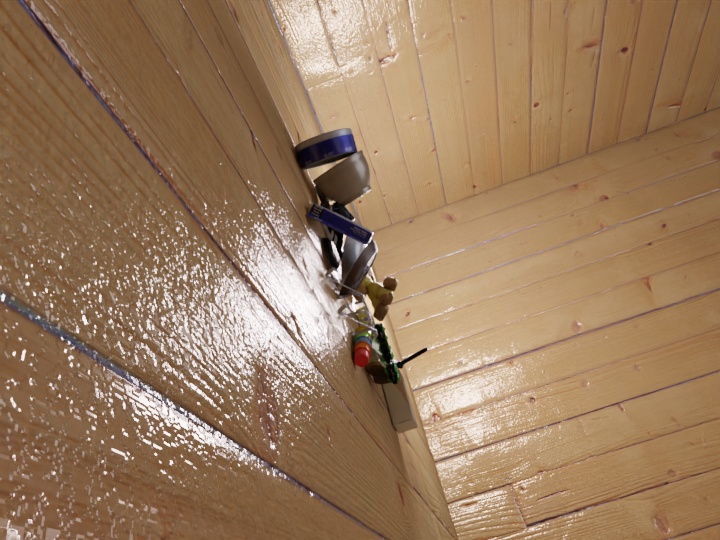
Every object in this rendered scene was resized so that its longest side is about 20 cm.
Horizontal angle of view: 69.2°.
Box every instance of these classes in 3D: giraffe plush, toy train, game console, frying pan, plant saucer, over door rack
[{"bbox_3d":[0.040,0.072,1.950,0.200,0.162,0.173,-71,-179,-57],"label":"giraffe plush"},{"bbox_3d":[0.080,0.250,1.591,0.056,0.042,0.201,-60,134,-77],"label":"toy train"},{"bbox_3d":[0.144,0.299,1.931,0.176,0.117,0.200,27,-6,12],"label":"game console"},{"bbox_3d":[-0.081,-0.033,1.696,0.190,0.031,0.115,61,12,-51],"label":"frying pan"},{"bbox_3d":[0.000,0.000,1.578,0.032,0.201,0.200,30,-1,7],"label":"plant saucer"},{"bbox_3d":[-0.034,0.101,1.456,0.200,0.066,0.148,45,18,-49],"label":"over door rack"}]

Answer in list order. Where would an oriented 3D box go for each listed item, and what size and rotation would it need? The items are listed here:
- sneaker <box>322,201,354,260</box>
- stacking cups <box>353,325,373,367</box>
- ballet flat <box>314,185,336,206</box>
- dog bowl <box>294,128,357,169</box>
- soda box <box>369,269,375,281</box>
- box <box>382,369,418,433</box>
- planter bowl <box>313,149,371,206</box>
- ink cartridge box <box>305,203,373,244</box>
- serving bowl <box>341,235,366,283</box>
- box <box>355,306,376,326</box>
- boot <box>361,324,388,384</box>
[{"bbox_3d":[-0.063,-0.136,1.786,0.073,0.112,0.201,-95,165,-70],"label":"sneaker"},{"bbox_3d":[0.002,0.220,1.497,0.200,0.060,0.061,-71,142,-75],"label":"stacking cups"},{"bbox_3d":[-0.117,-0.253,1.881,0.200,0.072,0.068,-105,174,-48],"label":"ballet flat"},{"bbox_3d":[-0.114,-0.406,1.750,0.200,0.199,0.079,-78,150,-82],"label":"dog bowl"},{"bbox_3d":[0.019,-0.018,2.621,0.068,0.063,0.201,51,20,-81],"label":"soda box"},{"bbox_3d":[0.137,0.470,1.878,0.095,0.078,0.200,65,7,-51],"label":"box"},{"bbox_3d":[-0.045,-0.305,1.802,0.135,0.200,0.200,58,6,-7],"label":"planter bowl"},{"bbox_3d":[-0.057,-0.140,1.558,0.199,0.041,0.200,27,7,-1],"label":"ink cartridge box"},{"bbox_3d":[-0.013,-0.037,1.762,0.200,0.066,0.201,7,90,-80],"label":"serving bowl"},{"bbox_3d":[0.035,0.210,1.915,0.200,0.050,0.075,65,6,-54],"label":"box"},{"bbox_3d":[0.052,0.274,1.690,0.200,0.073,0.156,54,20,-54],"label":"boot"}]
